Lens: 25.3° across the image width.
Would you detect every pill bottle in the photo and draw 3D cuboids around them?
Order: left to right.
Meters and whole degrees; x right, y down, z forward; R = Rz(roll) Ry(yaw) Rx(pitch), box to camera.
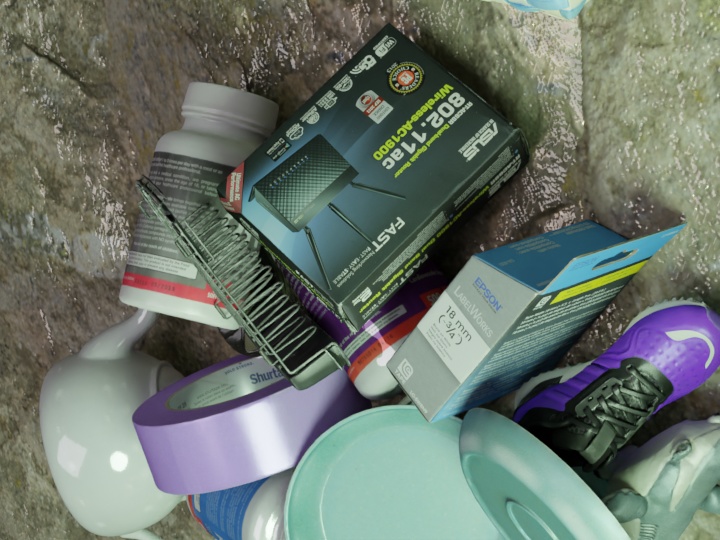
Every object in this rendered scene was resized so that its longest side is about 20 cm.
[{"bbox_3d":[-0.134,-0.056,1.391,0.111,0.111,0.201,11,87,41],"label":"pill bottle"},{"bbox_3d":[-0.069,0.216,1.430,0.200,0.112,0.113,21,119,59],"label":"pill bottle"},{"bbox_3d":[0.000,0.000,1.330,0.200,0.112,0.112,57,133,14],"label":"pill bottle"}]

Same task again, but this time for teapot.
[{"bbox_3d":[-0.211,0.160,1.562,0.146,0.200,0.198,-16,55,8],"label":"teapot"}]

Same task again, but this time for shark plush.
[{"bbox_3d":[0.250,0.148,1.178,0.200,0.091,0.083,-40,98,12],"label":"shark plush"}]

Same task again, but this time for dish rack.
[{"bbox_3d":[-0.100,0.001,1.268,0.200,0.055,0.153,54,172,-24],"label":"dish rack"}]

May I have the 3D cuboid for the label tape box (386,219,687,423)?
[{"bbox_3d":[0.129,0.018,1.193,0.063,0.144,0.200,53,132,20],"label":"label tape box"}]

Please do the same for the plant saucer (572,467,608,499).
[{"bbox_3d":[0.157,0.222,1.306,0.201,0.039,0.202,16,115,40],"label":"plant saucer"}]

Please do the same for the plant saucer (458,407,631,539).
[{"bbox_3d":[0.137,0.186,1.176,0.200,0.027,0.200,46,163,18],"label":"plant saucer"}]

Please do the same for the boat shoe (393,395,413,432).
[{"bbox_3d":[0.050,0.187,1.374,0.062,0.075,0.201,28,128,32],"label":"boat shoe"}]

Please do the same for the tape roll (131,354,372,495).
[{"bbox_3d":[-0.093,0.122,1.388,0.200,0.200,0.066,-9,103,45],"label":"tape roll"}]

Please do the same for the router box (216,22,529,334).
[{"bbox_3d":[0.009,-0.074,1.251,0.150,0.200,0.062,42,173,25],"label":"router box"}]

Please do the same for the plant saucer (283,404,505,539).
[{"bbox_3d":[0.038,0.202,1.306,0.199,0.036,0.201,1,101,7],"label":"plant saucer"}]

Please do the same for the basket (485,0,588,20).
[{"bbox_3d":[0.102,-0.285,1.108,0.176,0.139,0.200,22,148,37],"label":"basket"}]

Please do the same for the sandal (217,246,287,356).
[{"bbox_3d":[-0.103,-0.020,1.465,0.080,0.057,0.202,-24,68,27],"label":"sandal"}]

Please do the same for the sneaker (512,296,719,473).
[{"bbox_3d":[0.186,0.100,1.174,0.070,0.100,0.200,44,127,-12],"label":"sneaker"}]
